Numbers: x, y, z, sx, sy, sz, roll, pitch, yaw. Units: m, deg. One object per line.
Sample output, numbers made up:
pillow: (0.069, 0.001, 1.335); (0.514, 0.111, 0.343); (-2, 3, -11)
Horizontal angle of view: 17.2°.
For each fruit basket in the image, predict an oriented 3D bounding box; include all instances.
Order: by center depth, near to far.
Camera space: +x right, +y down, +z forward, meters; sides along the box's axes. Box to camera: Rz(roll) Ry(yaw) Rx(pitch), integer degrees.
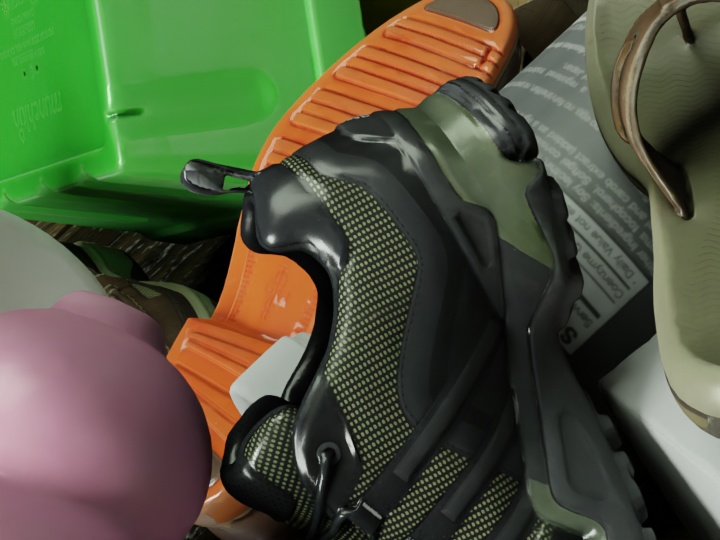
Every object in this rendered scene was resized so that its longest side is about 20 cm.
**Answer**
fruit basket: (-0.036, -0.095, 0.902); (0.215, 0.156, 0.216); (-9, 0, 0)

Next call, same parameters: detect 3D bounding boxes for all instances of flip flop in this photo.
flip flop: (0.094, -0.037, 0.597); (0.081, 0.058, 0.200); (-15, 35, 13)

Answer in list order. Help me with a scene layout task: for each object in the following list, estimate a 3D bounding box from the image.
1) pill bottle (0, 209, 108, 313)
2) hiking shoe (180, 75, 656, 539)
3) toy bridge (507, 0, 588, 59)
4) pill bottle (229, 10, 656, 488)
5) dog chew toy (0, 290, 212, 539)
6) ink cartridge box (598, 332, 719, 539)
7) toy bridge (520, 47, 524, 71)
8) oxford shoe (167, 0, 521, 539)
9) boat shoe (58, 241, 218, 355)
pill bottle: (-0.168, 0.075, 0.825); (0.200, 0.109, 0.109); (-50, 17, 35)
hiking shoe: (0.017, 0.057, 0.611); (0.101, 0.200, 0.076); (-15, -3, -4)
toy bridge: (0.077, -0.083, 0.868); (0.027, 0.067, 0.200); (-22, 44, 28)
pill bottle: (0.065, 0.003, 0.709); (0.200, 0.116, 0.116); (-43, 28, -9)
dog chew toy: (-0.098, 0.100, 0.584); (0.124, 0.124, 0.200); (5, 69, 52)
ink cartridge box: (0.170, 0.043, 0.561); (0.146, 0.086, 0.200); (-40, 29, -5)
toy bridge: (0.025, -0.032, 0.883); (0.067, 0.027, 0.200); (-11, 39, 40)
oxford shoe: (0.000, 0.000, 0.789); (0.071, 0.073, 0.200); (28, 84, 43)
boat shoe: (-0.106, 0.032, 0.884); (0.202, 0.075, 0.075); (22, 100, 66)
